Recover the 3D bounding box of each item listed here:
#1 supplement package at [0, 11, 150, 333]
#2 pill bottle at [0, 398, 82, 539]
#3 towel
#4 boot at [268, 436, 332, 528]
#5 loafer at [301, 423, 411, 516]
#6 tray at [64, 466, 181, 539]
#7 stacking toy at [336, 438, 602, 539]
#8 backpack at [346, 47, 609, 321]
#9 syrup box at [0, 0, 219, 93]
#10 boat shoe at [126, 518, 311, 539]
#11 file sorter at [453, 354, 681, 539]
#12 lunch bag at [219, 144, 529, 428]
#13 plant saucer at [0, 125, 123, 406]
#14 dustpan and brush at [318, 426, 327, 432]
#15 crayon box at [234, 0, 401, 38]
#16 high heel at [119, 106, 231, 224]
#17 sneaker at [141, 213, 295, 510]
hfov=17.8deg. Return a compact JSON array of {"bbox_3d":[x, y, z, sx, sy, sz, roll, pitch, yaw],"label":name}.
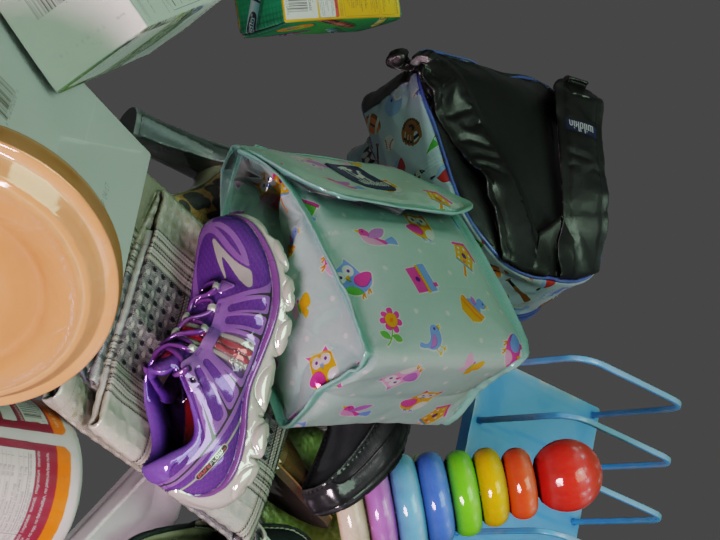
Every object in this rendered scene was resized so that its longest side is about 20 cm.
[{"bbox_3d":[-0.233,-0.046,1.448,0.156,0.111,0.200,48,25,-26],"label":"supplement package"},{"bbox_3d":[-0.283,0.123,1.437,0.200,0.109,0.110,13,76,-40],"label":"pill bottle"},{"bbox_3d":[-0.112,0.057,1.546,0.200,0.034,0.193,40,53,-34],"label":"towel"},{"bbox_3d":[-0.072,0.104,1.642,0.200,0.074,0.076,51,62,-26],"label":"boot"},{"bbox_3d":[0.005,0.096,1.660,0.070,0.068,0.201,52,45,-19],"label":"loafer"},{"bbox_3d":[-0.178,0.190,1.536,0.200,0.022,0.108,-47,159,-42],"label":"tray"},{"bbox_3d":[0.080,0.163,1.699,0.199,0.085,0.086,-10,91,-1],"label":"stacking toy"},{"bbox_3d":[0.091,-0.055,1.743,0.200,0.154,0.191,6,52,-38],"label":"backpack"},{"bbox_3d":[-0.163,-0.185,1.534,0.082,0.079,0.200,55,17,-5],"label":"syrup box"},{"bbox_3d":[-0.094,0.201,1.595,0.200,0.076,0.060,-13,125,-55],"label":"boat shoe"},{"bbox_3d":[0.158,0.179,1.808,0.139,0.123,0.201,26,69,-35],"label":"file sorter"},{"bbox_3d":[0.000,0.000,1.589,0.170,0.122,0.200,4,55,-44],"label":"lunch bag"},{"bbox_3d":[-0.239,0.001,1.340,0.200,0.200,0.032,49,24,-25],"label":"plant saucer"},{"bbox_3d":[-0.047,0.041,1.701,0.200,0.057,0.140,29,65,-42],"label":"dustpan and brush"},{"bbox_3d":[-0.043,-0.281,1.734,0.119,0.058,0.201,-8,90,-42],"label":"crayon box"},{"bbox_3d":[-0.117,-0.005,1.623,0.142,0.071,0.200,23,62,-32],"label":"high heel"},{"bbox_3d":[-0.098,0.052,1.488,0.083,0.081,0.201,25,61,-38],"label":"sneaker"}]
